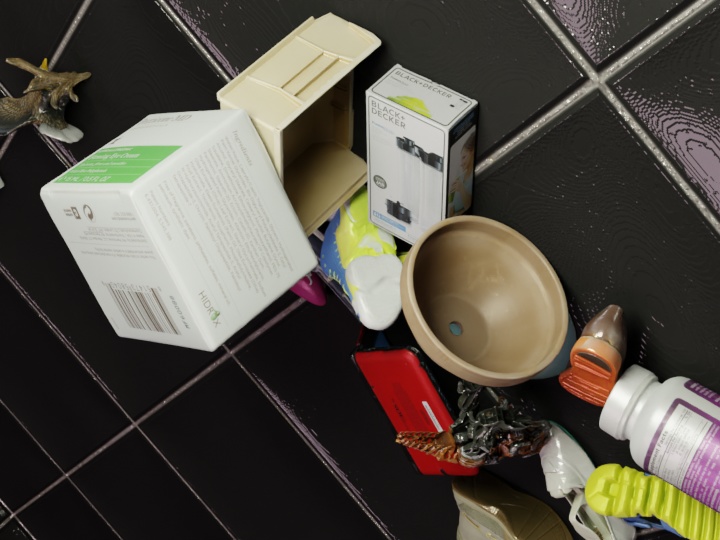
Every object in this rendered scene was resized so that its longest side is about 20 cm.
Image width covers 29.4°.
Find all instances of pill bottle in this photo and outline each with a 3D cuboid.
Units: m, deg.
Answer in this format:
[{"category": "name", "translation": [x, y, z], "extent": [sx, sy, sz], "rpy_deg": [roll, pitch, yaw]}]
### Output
[{"category": "pill bottle", "translation": [0.365, 0.185, 1.493], "extent": [0.199, 0.112, 0.113], "rpy_deg": [30, 143, 25]}]

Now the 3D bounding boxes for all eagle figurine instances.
[{"category": "eagle figurine", "translation": [-0.474, -0.237, 2.005], "extent": [0.152, 0.151, 0.200], "rpy_deg": [44, 137, -13]}]

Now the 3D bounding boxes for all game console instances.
[{"category": "game console", "translation": [0.081, 0.155, 1.791], "extent": [0.172, 0.119, 0.201], "rpy_deg": [-8, 119, 47]}]

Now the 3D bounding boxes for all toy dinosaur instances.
[{"category": "toy dinosaur", "translation": [0.146, 0.199, 1.665], "extent": [0.102, 0.199, 0.136], "rpy_deg": [47, 138, 29]}]

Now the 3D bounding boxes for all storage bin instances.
[{"category": "storage bin", "translation": [-0.064, -0.154, 1.549], "extent": [0.093, 0.199, 0.201], "rpy_deg": [30, 143, 23]}]

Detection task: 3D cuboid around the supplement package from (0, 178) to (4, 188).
[{"category": "supplement package", "translation": [-0.748, -0.183, 2.304], "extent": [0.146, 0.191, 0.201], "rpy_deg": [10, 131, 44]}]

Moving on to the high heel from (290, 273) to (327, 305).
[{"category": "high heel", "translation": [-0.136, -0.009, 1.876], "extent": [0.200, 0.096, 0.067], "rpy_deg": [49, 147, -2]}]

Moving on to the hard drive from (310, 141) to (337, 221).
[{"category": "hard drive", "translation": [-0.100, -0.125, 1.780], "extent": [0.199, 0.026, 0.132], "rpy_deg": [4, 128, 47]}]

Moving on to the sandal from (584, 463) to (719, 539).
[{"category": "sandal", "translation": [0.372, 0.280, 1.634], "extent": [0.199, 0.080, 0.087], "rpy_deg": [13, 166, 34]}]

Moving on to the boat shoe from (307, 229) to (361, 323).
[{"category": "boat shoe", "translation": [-0.056, -0.011, 1.779], "extent": [0.200, 0.062, 0.075], "rpy_deg": [40, 177, -12]}]

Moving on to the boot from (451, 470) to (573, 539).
[{"category": "boot", "translation": [0.211, 0.377, 1.908], "extent": [0.199, 0.072, 0.155], "rpy_deg": [31, 144, 32]}]

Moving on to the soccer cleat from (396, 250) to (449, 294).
[{"category": "soccer cleat", "translation": [0.065, 0.002, 1.688], "extent": [0.065, 0.084, 0.200], "rpy_deg": [36, 179, -30]}]

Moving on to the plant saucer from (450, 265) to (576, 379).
[{"category": "plant saucer", "translation": [0.167, 0.060, 1.659], "extent": [0.199, 0.036, 0.201], "rpy_deg": [30, 144, 25]}]

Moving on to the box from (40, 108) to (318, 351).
[{"category": "box", "translation": [-0.194, -0.046, 1.474], "extent": [0.198, 0.171, 0.201], "rpy_deg": [4, 126, 50]}]

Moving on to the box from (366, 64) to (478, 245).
[{"category": "box", "translation": [0.067, -0.121, 1.561], "extent": [0.116, 0.060, 0.201], "rpy_deg": [30, 143, 25]}]

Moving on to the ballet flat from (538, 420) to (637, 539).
[{"category": "ballet flat", "translation": [0.277, 0.282, 1.738], "extent": [0.200, 0.069, 0.069], "rpy_deg": [53, 147, -8]}]

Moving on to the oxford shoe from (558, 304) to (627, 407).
[{"category": "oxford shoe", "translation": [0.274, 0.101, 1.560], "extent": [0.071, 0.073, 0.200], "rpy_deg": [25, 161, 10]}]

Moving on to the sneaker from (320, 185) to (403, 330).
[{"category": "sneaker", "translation": [0.000, 0.000, 1.664], "extent": [0.075, 0.201, 0.105], "rpy_deg": [9, 144, -22]}]

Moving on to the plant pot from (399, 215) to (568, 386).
[{"category": "plant pot", "translation": [0.125, 0.047, 1.537], "extent": [0.201, 0.201, 0.093], "rpy_deg": [44, 144, 4]}]
